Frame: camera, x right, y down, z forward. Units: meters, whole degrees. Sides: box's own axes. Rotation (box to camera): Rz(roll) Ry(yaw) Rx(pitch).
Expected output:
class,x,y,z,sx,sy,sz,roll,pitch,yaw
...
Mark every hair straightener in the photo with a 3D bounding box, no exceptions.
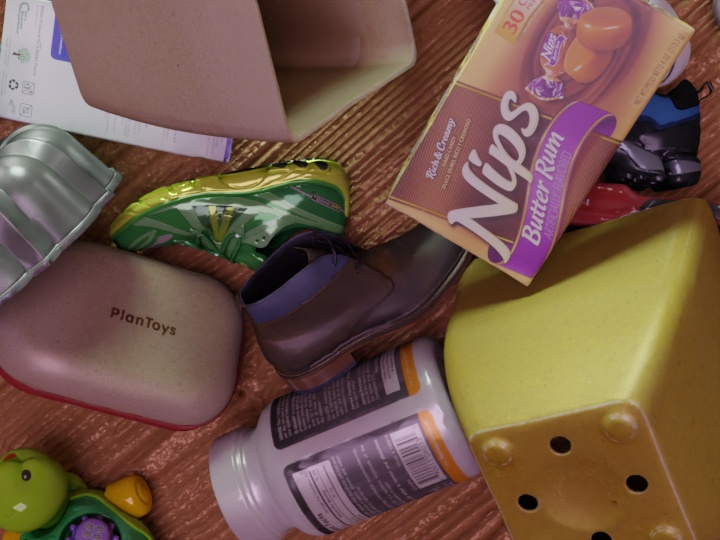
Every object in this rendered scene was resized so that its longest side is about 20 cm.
class,x,y,z,sx,sy,sz,roll,pitch,yaw
hair straightener,0.222,-0.044,0.812,0.199,0.077,0.041,0,77,21

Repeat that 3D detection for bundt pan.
class,x,y,z,sx,sy,sz,roll,pitch,yaw
bundt pan,-0.279,-0.035,0.802,0.201,0.202,0.076,-34,113,12

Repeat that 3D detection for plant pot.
class,x,y,z,sx,sy,sz,roll,pitch,yaw
plant pot,0.167,0.098,0.741,0.193,0.200,0.196,-17,109,28
plant pot,-0.097,-0.200,0.712,0.176,0.200,0.201,-2,113,28

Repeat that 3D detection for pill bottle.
class,x,y,z,sx,sy,sz,roll,pitch,yaw
pill bottle,-0.011,0.140,0.851,0.199,0.116,0.117,-24,97,12

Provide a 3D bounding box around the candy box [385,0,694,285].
class,x,y,z,sx,sy,sz,roll,pitch,yaw
candy box,0.115,-0.105,0.722,0.116,0.056,0.201,30,110,-3

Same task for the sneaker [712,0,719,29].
class,x,y,z,sx,sy,sz,roll,pitch,yaw
sneaker,0.348,-0.157,0.763,0.199,0.089,0.075,30,104,1

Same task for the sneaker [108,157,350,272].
class,x,y,z,sx,sy,sz,roll,pitch,yaw
sneaker,-0.105,-0.035,0.851,0.199,0.074,0.084,-10,95,9

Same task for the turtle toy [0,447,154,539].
class,x,y,z,sx,sy,sz,roll,pitch,yaw
turtle toy,-0.244,0.237,0.906,0.145,0.101,0.201,-25,97,11

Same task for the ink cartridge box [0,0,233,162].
class,x,y,z,sx,sy,sz,roll,pitch,yaw
ink cartridge box,-0.187,-0.152,0.858,0.199,0.039,0.100,13,102,6

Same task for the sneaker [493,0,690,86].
class,x,y,z,sx,sy,sz,roll,pitch,yaw
sneaker,0.136,-0.190,0.755,0.200,0.071,0.073,41,139,16

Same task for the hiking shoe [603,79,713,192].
class,x,y,z,sx,sy,sz,roll,pitch,yaw
hiking shoe,0.159,-0.115,0.805,0.199,0.074,0.087,10,85,-10

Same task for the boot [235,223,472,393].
class,x,y,z,sx,sy,sz,roll,pitch,yaw
boot,0.000,0.000,0.816,0.200,0.075,0.097,-42,128,-4

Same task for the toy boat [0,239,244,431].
class,x,y,z,sx,sy,sz,roll,pitch,yaw
toy boat,-0.199,0.061,0.864,0.199,0.131,0.131,18,148,-19

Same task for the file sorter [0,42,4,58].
class,x,y,z,sx,sy,sz,roll,pitch,yaw
file sorter,-0.387,-0.107,0.842,0.124,0.139,0.201,26,103,4
